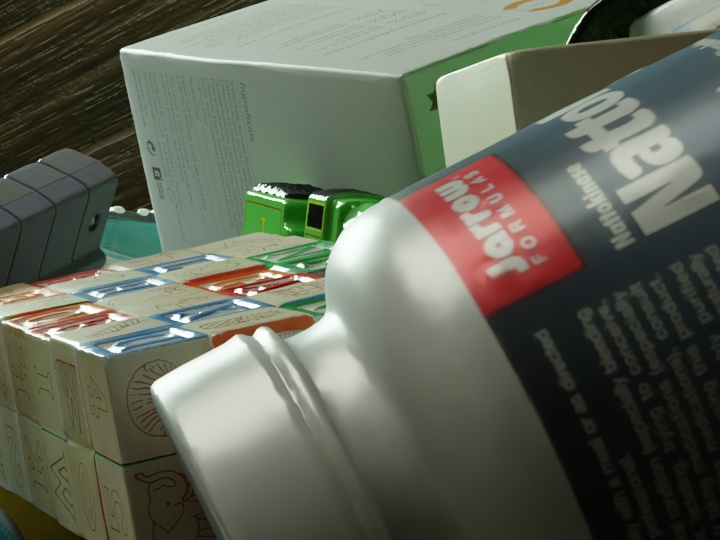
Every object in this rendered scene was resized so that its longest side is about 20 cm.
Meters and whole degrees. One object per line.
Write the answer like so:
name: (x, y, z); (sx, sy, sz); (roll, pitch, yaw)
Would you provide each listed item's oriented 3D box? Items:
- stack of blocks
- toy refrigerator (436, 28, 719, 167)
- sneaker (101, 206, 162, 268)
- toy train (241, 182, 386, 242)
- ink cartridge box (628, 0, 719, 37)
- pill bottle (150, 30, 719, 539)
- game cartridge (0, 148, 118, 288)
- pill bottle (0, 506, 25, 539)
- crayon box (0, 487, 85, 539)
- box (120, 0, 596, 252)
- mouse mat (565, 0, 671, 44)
stack of blocks: (-0.044, 0.032, 0.690); (0.115, 0.059, 0.200); (-12, 8, -20)
toy refrigerator: (0.129, -0.036, 0.712); (0.199, 0.076, 0.070); (-8, 0, -18)
sneaker: (-0.073, -0.004, 1.117); (0.199, 0.080, 0.071); (16, -26, -18)
toy train: (0.000, 0.000, 0.818); (0.042, 0.057, 0.200); (5, 4, -22)
ink cartridge box: (0.212, -0.085, 0.819); (0.199, 0.047, 0.160); (-29, -30, 14)
pill bottle: (0.058, 0.023, 0.553); (0.199, 0.120, 0.120); (-27, 5, -8)
game cartridge: (-0.153, 0.063, 0.834); (0.130, 0.038, 0.201); (-39, -28, -59)
pill bottle: (-0.150, 0.119, 0.654); (0.110, 0.111, 0.200); (-26, 6, -1)
crayon box: (-0.058, 0.068, 0.832); (0.125, 0.052, 0.200); (1, 17, 24)
box: (0.010, -0.057, 0.964); (0.124, 0.098, 0.200); (-22, 20, -33)
mouse mat: (0.114, -0.044, 0.880); (0.199, 0.008, 0.161); (-10, -44, -46)
